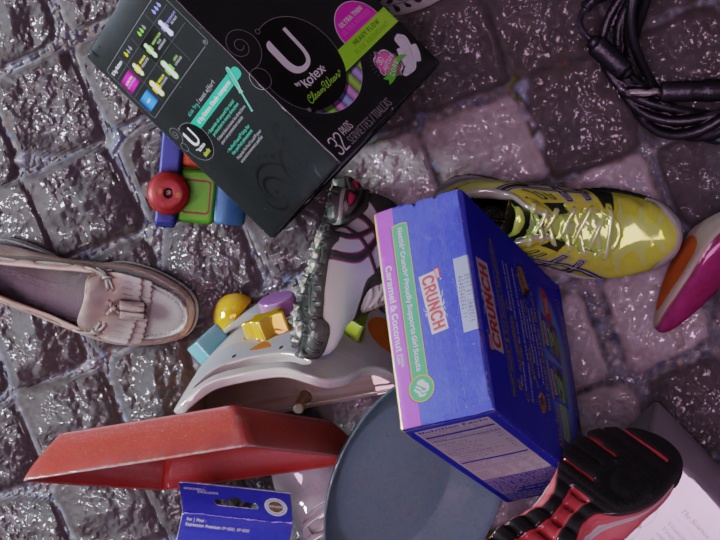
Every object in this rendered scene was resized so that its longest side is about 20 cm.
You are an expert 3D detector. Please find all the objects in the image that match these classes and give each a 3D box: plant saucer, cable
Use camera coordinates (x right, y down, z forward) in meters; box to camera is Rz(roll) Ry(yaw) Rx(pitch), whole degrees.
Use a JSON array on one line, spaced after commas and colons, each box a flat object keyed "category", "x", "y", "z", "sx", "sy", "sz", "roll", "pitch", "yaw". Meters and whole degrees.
[{"category": "plant saucer", "x": 0.036, "y": 0.167, "z": 1.341, "sx": 0.039, "sy": 0.200, "sz": 0.203, "roll": 19, "pitch": 105, "yaw": 45}, {"category": "plant saucer", "x": -0.123, "y": 0.137, "z": 1.315, "sx": 0.198, "sy": 0.199, "sz": 0.037, "roll": -12, "pitch": 76, "yaw": 24}, {"category": "cable", "x": 0.273, "y": -0.192, "z": 1.283, "sx": 0.199, "sy": 0.051, "sz": 0.164, "roll": -37, "pitch": 91, "yaw": 14}]

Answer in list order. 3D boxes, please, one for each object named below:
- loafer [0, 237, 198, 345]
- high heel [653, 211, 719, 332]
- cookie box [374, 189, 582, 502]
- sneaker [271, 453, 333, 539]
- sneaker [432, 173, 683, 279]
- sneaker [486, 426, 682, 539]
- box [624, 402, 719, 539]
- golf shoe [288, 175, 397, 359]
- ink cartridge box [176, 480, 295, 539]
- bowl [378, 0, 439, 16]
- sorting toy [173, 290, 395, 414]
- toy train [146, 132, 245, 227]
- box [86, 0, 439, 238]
[{"category": "loafer", "x": -0.235, "y": 0.023, "z": 1.412, "sx": 0.198, "sy": 0.063, "sz": 0.073, "roll": 14, "pitch": 101, "yaw": 9}, {"category": "high heel", "x": 0.307, "y": -0.021, "z": 1.305, "sx": 0.095, "sy": 0.067, "sz": 0.201, "roll": 30, "pitch": 101, "yaw": -8}, {"category": "cookie box", "x": 0.091, "y": 0.059, "z": 1.250, "sx": 0.075, "sy": 0.200, "sz": 0.173, "roll": -17, "pitch": 62, "yaw": 21}, {"category": "sneaker", "x": -0.007, "y": 0.227, "z": 1.392, "sx": 0.076, "sy": 0.080, "sz": 0.201, "roll": -38, "pitch": 87, "yaw": 17}, {"category": "sneaker", "x": 0.149, "y": -0.029, "z": 1.321, "sx": 0.198, "sy": 0.076, "sz": 0.076, "roll": 5, "pitch": 98, "yaw": 9}, {"category": "sneaker", "x": 0.150, "y": 0.187, "z": 1.226, "sx": 0.074, "sy": 0.200, "sz": 0.087, "roll": 41, "pitch": 150, "yaw": 26}, {"category": "box", "x": 0.211, "y": 0.232, "z": 1.335, "sx": 0.152, "sy": 0.106, "sz": 0.200, "roll": 46, "pitch": 105, "yaw": 2}, {"category": "golf shoe", "x": 0.000, "y": 0.000, "z": 1.296, "sx": 0.087, "sy": 0.201, "sz": 0.078, "roll": 20, "pitch": 127, "yaw": -2}, {"category": "ink cartridge box", "x": -0.098, "y": 0.260, "z": 1.398, "sx": 0.094, "sy": 0.037, "sz": 0.202, "roll": 4, "pitch": 124, "yaw": 10}, {"category": "bowl", "x": 0.006, "y": -0.293, "z": 1.298, "sx": 0.199, "sy": 0.094, "sz": 0.203, "roll": 2, "pitch": 100, "yaw": 11}, {"category": "sorting toy", "x": -0.064, "y": 0.076, "z": 1.327, "sx": 0.198, "sy": 0.180, "sz": 0.108, "roll": -11, "pitch": 97, "yaw": 12}, {"category": "toy train", "x": -0.105, "y": -0.132, "z": 1.361, "sx": 0.114, "sy": 0.085, "sz": 0.202, "roll": 5, "pitch": 93, "yaw": -6}, {"category": "box", "x": -0.073, "y": -0.159, "z": 1.277, "sx": 0.200, "sy": 0.149, "sz": 0.124, "roll": 44, "pitch": 141, "yaw": -1}]
